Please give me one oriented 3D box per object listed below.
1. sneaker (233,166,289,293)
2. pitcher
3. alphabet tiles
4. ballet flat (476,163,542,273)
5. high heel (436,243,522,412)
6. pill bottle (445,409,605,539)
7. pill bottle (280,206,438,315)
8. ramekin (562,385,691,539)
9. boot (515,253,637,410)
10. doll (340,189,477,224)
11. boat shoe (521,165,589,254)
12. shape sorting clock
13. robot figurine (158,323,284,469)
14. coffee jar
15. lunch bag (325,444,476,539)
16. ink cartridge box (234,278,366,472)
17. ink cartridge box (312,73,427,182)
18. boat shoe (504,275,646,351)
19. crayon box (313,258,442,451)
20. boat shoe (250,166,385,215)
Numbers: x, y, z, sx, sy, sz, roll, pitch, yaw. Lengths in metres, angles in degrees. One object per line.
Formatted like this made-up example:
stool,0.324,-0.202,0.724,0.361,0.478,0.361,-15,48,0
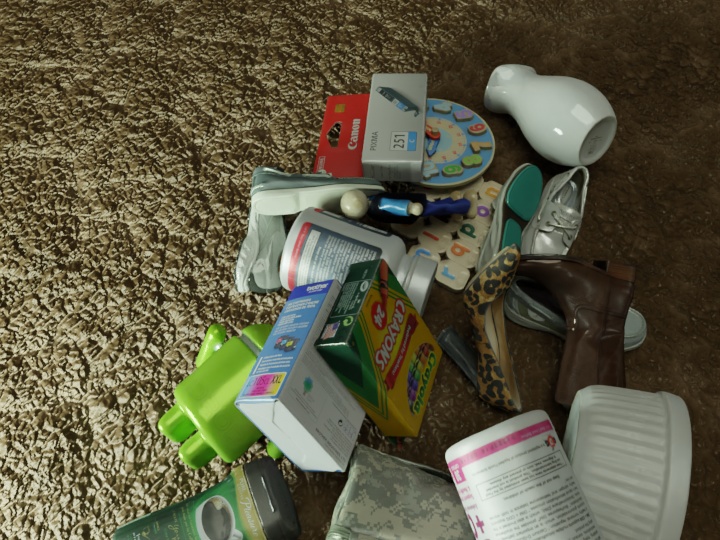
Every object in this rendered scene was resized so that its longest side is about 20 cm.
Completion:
sneaker,-0.133,-0.058,0.866,0.077,0.074,0.205,10,67,-7
pitcher,0.321,-0.257,0.936,0.168,0.123,0.201,-18,46,-26
alphabet tiles,0.151,-0.066,0.892,0.192,0.015,0.202,27,66,13
ballet flat,0.210,-0.071,0.852,0.068,0.070,0.204,18,63,10
high heel,0.184,0.076,0.726,0.070,0.203,0.143,-21,57,-40
pill bottle,0.165,0.247,0.547,0.111,0.114,0.204,-18,68,-9
pill bottle,0.000,0.000,0.801,0.195,0.120,0.122,20,64,11
ramekin,0.277,0.224,0.644,0.102,0.202,0.204,12,62,17
boot,0.258,0.085,0.746,0.181,0.064,0.206,7,91,2
doll,0.063,-0.090,0.832,0.195,0.136,0.050,-3,95,-24
boat shoe,0.288,-0.072,0.857,0.070,0.069,0.204,26,65,-5
shape sorting clock,0.120,-0.212,0.945,0.194,0.040,0.204,-1,56,2
robot figurine,-0.148,0.150,0.725,0.199,0.116,0.175,-41,70,-19
coffee jar,-0.169,0.299,0.665,0.196,0.086,0.106,-24,61,-11
lunch bag,0.058,0.295,0.636,0.195,0.140,0.171,15,61,5
ink cartridge box,-0.043,0.109,0.688,0.075,0.138,0.202,-9,40,36
ink cartridge box,0.017,-0.227,0.919,0.171,0.045,0.204,1,55,8
boat shoe,0.294,0.056,0.800,0.197,0.065,0.076,18,64,9
crayon box,0.036,0.104,0.696,0.050,0.202,0.129,-10,39,35
boat shoe,-0.060,-0.123,0.838,0.194,0.073,0.063,-5,67,-14
